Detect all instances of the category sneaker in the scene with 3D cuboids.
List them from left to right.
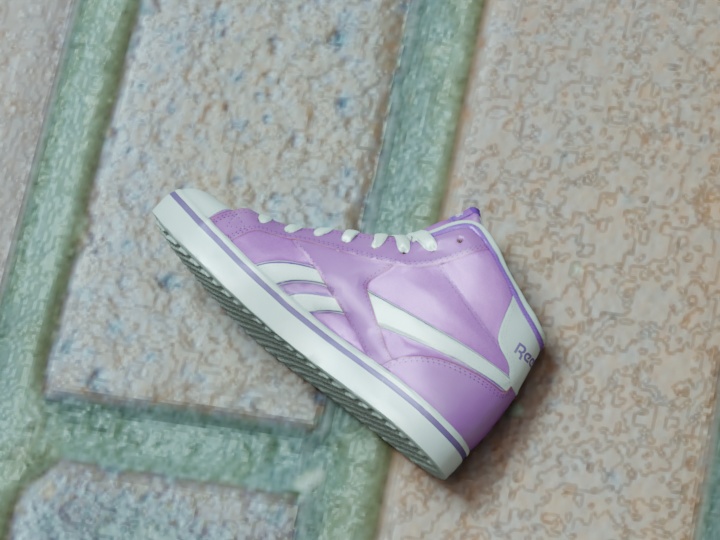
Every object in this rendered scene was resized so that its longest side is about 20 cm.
[{"bbox_3d":[0.000,0.000,1.250,0.200,0.073,0.114,37,80,14],"label":"sneaker"}]
